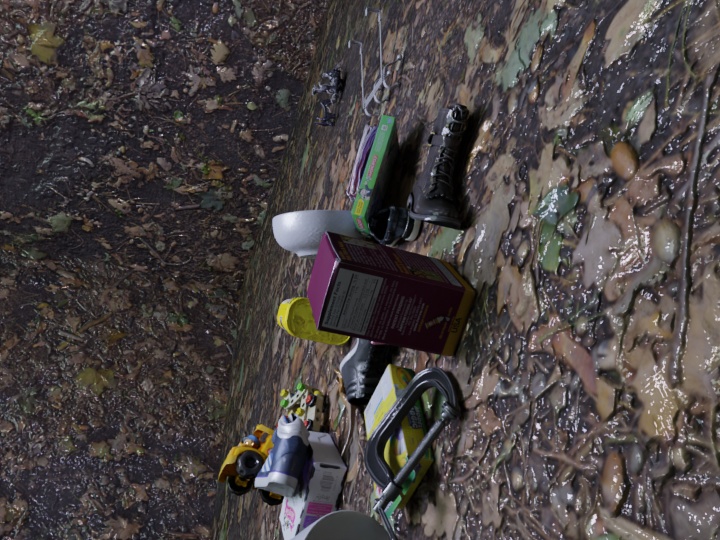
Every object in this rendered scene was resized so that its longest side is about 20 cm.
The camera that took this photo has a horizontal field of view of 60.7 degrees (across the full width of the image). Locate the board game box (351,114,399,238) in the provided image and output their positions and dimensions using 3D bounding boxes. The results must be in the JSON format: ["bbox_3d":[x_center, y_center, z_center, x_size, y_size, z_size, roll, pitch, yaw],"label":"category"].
[{"bbox_3d":[0.032,-0.179,1.193,0.135,0.029,0.202,62,-136,-74],"label":"board game box"}]

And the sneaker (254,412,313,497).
[{"bbox_3d":[-0.149,0.365,1.232,0.200,0.080,0.148,126,161,-61],"label":"sneaker"}]

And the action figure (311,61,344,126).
[{"bbox_3d":[-0.110,-0.582,2.004,0.119,0.101,0.203,162,118,-85],"label":"action figure"}]

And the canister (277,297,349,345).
[{"bbox_3d":[-0.109,0.112,1.400,0.200,0.147,0.088,173,110,-75],"label":"canister"}]

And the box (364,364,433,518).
[{"bbox_3d":[0.054,0.252,0.909,0.201,0.048,0.118,-97,26,-54],"label":"box"}]

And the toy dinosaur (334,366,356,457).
[{"bbox_3d":[-0.017,0.245,1.170,0.200,0.059,0.108,-98,5,-69],"label":"toy dinosaur"}]

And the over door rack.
[{"bbox_3d":[0.039,-0.488,1.446,0.148,0.066,0.203,144,116,-67],"label":"over door rack"}]

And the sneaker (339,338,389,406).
[{"bbox_3d":[0.025,0.159,1.056,0.201,0.070,0.100,120,147,-40],"label":"sneaker"}]

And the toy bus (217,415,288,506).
[{"bbox_3d":[-0.217,0.433,1.459,0.136,0.198,0.194,121,163,-46],"label":"toy bus"}]

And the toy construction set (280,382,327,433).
[{"bbox_3d":[-0.130,0.345,1.393,0.131,0.092,0.202,-33,49,33],"label":"toy construction set"}]

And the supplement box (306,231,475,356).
[{"bbox_3d":[0.037,0.031,0.852,0.131,0.197,0.104,-116,42,-67],"label":"supplement box"}]

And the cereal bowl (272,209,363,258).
[{"bbox_3d":[-0.085,-0.071,1.285,0.200,0.197,0.085,163,105,-72],"label":"cereal bowl"}]

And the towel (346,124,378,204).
[{"bbox_3d":[0.021,-0.194,1.252,0.200,0.030,0.148,41,-116,-76],"label":"towel"}]

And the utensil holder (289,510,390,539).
[{"bbox_3d":[-0.047,0.457,0.896,0.201,0.168,0.172,125,153,-47],"label":"utensil holder"}]

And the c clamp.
[{"bbox_3d":[0.070,0.226,0.805,0.201,0.027,0.171,-56,23,-3],"label":"c clamp"}]

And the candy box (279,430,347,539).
[{"bbox_3d":[-0.100,0.453,1.243,0.168,0.071,0.203,-154,77,-74],"label":"candy box"}]

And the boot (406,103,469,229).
[{"bbox_3d":[0.125,-0.164,0.933,0.200,0.068,0.176,-116,40,-69],"label":"boot"}]

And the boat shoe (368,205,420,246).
[{"bbox_3d":[0.048,-0.085,1.141,0.199,0.065,0.076,-156,77,-74],"label":"boat shoe"}]
